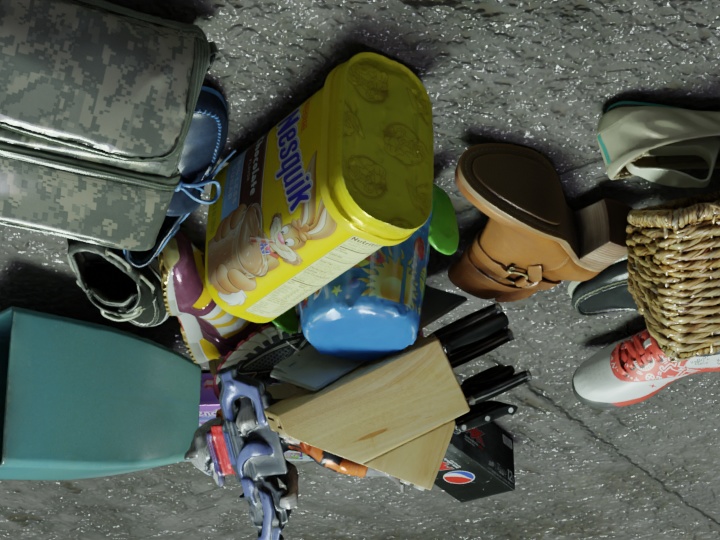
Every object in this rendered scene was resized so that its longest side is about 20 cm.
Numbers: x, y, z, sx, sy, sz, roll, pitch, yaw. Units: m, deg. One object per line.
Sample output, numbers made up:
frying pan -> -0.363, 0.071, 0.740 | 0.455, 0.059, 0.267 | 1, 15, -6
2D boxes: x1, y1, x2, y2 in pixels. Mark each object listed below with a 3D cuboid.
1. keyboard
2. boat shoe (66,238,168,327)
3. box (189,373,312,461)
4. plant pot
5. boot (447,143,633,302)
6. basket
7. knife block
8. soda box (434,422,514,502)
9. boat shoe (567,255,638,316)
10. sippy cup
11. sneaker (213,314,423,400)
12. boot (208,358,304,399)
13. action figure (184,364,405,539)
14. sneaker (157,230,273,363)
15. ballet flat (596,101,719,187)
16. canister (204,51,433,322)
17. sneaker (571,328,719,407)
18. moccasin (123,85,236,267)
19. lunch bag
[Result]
keyboard -> 0.010, 0.057, 1.601 | 0.056, 0.200, 0.011 | 22, 127, 38
boat shoe -> -0.217, 0.009, 1.622 | 0.071, 0.064, 0.200 | -7, 149, 11
box -> -0.121, 0.152, 1.888 | 0.199, 0.039, 0.137 | 0, 150, 0
plant pot -> -0.258, 0.125, 1.716 | 0.200, 0.142, 0.141 | 8, 166, -29
boot -> 0.122, -0.028, 1.557 | 0.200, 0.074, 0.155 | 24, 146, -30
basket -> 0.317, -0.038, 1.482 | 0.199, 0.143, 0.149 | -11, 126, -4
knife block -> 0.039, 0.088, 1.560 | 0.200, 0.176, 0.064 | 22, 174, -13
soda box -> 0.084, 0.174, 1.903 | 0.071, 0.063, 0.200 | -17, 145, 28
boat shoe -> 0.282, 0.016, 1.637 | 0.200, 0.068, 0.072 | -9, 149, 18
sippy cup -> 0.000, 0.000, 1.544 | 0.139, 0.131, 0.178 | 5, 149, -9
sneaker -> -0.038, 0.077, 1.660 | 0.200, 0.075, 0.081 | -21, 164, -8
boot -> -0.035, 0.111, 1.773 | 0.200, 0.072, 0.155 | 27, -163, 27
action figure -> -0.057, 0.165, 1.625 | 0.193, 0.105, 0.201 | -4, 105, 3
sneaker -> -0.125, 0.016, 1.639 | 0.090, 0.075, 0.200 | -11, 155, 2
ballet flat -> 0.286, -0.094, 1.449 | 0.199, 0.070, 0.070 | 0, 149, 0
canister -> -0.037, -0.059, 1.429 | 0.086, 0.149, 0.200 | 20, 146, -30
sneaker -> 0.284, 0.065, 1.719 | 0.201, 0.067, 0.108 | -14, 146, 16
moccasin -> -0.148, -0.070, 1.483 | 0.080, 0.068, 0.200 | 8, 146, -12
lunch bag -> -0.220, -0.124, 1.330 | 0.200, 0.139, 0.168 | 14, 111, -23
